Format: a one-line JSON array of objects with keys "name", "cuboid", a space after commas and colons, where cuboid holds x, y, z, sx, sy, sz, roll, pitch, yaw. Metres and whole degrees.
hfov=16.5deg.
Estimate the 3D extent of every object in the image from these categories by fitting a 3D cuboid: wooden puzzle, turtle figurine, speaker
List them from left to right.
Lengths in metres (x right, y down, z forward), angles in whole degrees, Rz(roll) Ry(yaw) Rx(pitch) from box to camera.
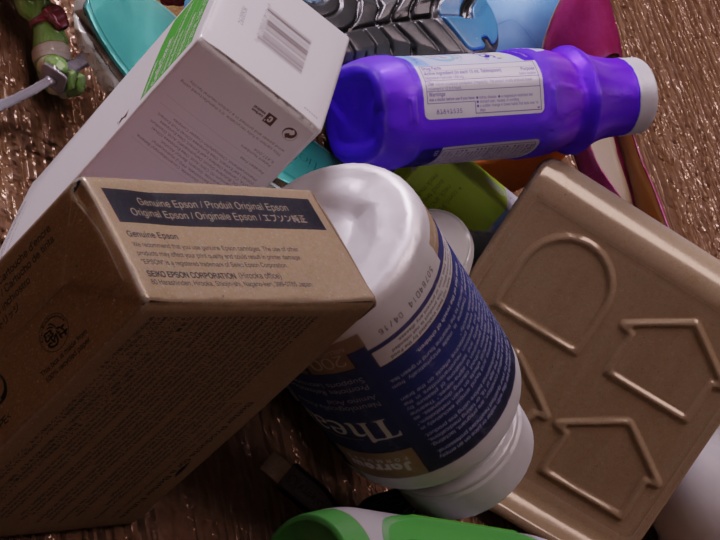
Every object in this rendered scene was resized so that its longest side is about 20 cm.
[{"name": "turtle figurine", "cuboid": [-0.152, -0.172, 1.446, 0.200, 0.193, 0.144, -137, -141, -80]}, {"name": "speaker", "cuboid": [0.040, 0.177, 1.336, 0.200, 0.088, 0.089, 14, 42, -44]}, {"name": "wooden puzzle", "cuboid": [0.131, 0.058, 1.506, 0.185, 0.200, 0.046, 31, 4, -14]}]

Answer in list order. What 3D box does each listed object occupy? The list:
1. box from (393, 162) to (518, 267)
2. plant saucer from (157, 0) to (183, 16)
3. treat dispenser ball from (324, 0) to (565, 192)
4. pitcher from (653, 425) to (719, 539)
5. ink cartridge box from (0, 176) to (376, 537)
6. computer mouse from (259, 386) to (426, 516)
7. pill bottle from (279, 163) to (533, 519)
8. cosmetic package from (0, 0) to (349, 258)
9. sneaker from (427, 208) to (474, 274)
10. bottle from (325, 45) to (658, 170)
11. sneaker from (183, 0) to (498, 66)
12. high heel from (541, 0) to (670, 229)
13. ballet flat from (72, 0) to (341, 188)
[{"name": "box", "cuboid": [0.082, 0.021, 1.544, 0.200, 0.122, 0.048, 38, 18, -14]}, {"name": "plant saucer", "cuboid": [-0.076, -0.190, 1.548, 0.200, 0.200, 0.035, 52, -8, 11]}, {"name": "treat dispenser ball", "cuboid": [0.063, -0.145, 1.650, 0.201, 0.201, 0.201, 32, 32, -23]}, {"name": "pitcher", "cuboid": [0.249, 0.128, 1.579, 0.200, 0.172, 0.121, 45, 39, 0]}, {"name": "ink cartridge box", "cuboid": [-0.118, 0.044, 1.177, 0.165, 0.200, 0.075, 0, 53, -53]}, {"name": "computer mouse", "cuboid": [-0.024, 0.078, 1.429, 0.200, 0.046, 0.140, 47, 48, 9]}, {"name": "pill bottle", "cuboid": [0.019, 0.045, 1.313, 0.200, 0.111, 0.111, 56, 16, -44]}, {"name": "cosmetic package", "cuboid": [-0.102, -0.059, 1.327, 0.085, 0.200, 0.108, 37, 30, -15]}, {"name": "sneaker", "cuboid": [0.000, 0.000, 1.400, 0.200, 0.099, 0.078, -23, 68, -40]}, {"name": "bottle", "cuboid": [0.081, -0.097, 1.451, 0.199, 0.083, 0.066, -6, 93, -29]}, {"name": "sneaker", "cuboid": [-0.017, -0.131, 1.476, 0.199, 0.082, 0.073, 6, 58, -27]}, {"name": "high heel", "cuboid": [0.164, -0.084, 1.554, 0.096, 0.201, 0.067, 16, 21, 39]}, {"name": "ballet flat", "cuboid": [-0.096, -0.083, 1.419, 0.200, 0.072, 0.072, 40, 29, -13]}]
